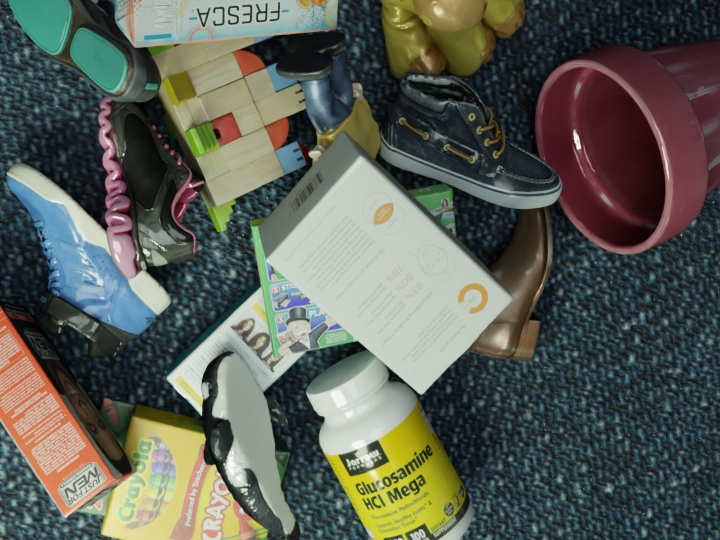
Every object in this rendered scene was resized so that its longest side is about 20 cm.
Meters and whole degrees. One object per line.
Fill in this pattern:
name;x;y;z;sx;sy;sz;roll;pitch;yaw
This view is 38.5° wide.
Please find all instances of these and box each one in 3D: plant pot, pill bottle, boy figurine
plant pot;0.303;-0.143;1.037;0.177;0.199;0.203;-26;101;-22
pill bottle;0.027;0.189;1.059;0.111;0.112;0.202;-30;101;-5
boy figurine;-0.019;-0.132;1.005;0.063;0.125;0.202;2;136;21

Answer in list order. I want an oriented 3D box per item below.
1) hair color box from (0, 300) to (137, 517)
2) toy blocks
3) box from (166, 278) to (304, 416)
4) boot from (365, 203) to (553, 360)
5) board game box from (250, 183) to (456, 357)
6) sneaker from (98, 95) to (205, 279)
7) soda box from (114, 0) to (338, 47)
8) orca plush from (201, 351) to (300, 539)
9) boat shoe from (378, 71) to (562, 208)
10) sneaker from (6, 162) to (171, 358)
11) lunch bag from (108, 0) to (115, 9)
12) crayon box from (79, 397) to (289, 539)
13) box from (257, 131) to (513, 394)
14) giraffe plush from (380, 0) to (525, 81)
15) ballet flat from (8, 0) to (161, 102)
hair color box;-0.299;0.128;0.976;0.061;0.102;0.201;-35;86;-4
toy blocks;-0.116;-0.159;1.010;0.135;0.100;0.203;-25;99;-18
box;-0.100;0.064;1.053;0.200;0.049;0.082;-43;103;-2
boot;0.095;0.001;1.078;0.197;0.064;0.190;6;94;-6
board game box;0.000;0.000;1.010;0.197;0.029;0.137;-10;108;-8
sneaker;-0.195;-0.092;0.978;0.094;0.079;0.203;-9;72;-1
soda box;-0.120;-0.249;0.930;0.197;0.068;0.064;-10;125;-25
orca plush;-0.118;0.181;1.022;0.070;0.105;0.202;-14;113;35
boat shoe;0.120;-0.130;1.034;0.197;0.071;0.092;15;130;-5
sneaker;-0.290;-0.001;0.998;0.111;0.077;0.200;-47;109;-11
lunch bag;-0.176;-0.337;0.977;0.199;0.082;0.162;-33;99;-5
crayon box;-0.184;0.218;1.058;0.197;0.051;0.129;15;94;-11
box;0.021;-0.007;0.941;0.200;0.098;0.124;42;98;-21
giraffe plush;0.077;-0.283;0.983;0.173;0.162;0.200;-44;102;-2
ballet flat;-0.255;-0.218;0.969;0.199;0.073;0.073;40;89;26
